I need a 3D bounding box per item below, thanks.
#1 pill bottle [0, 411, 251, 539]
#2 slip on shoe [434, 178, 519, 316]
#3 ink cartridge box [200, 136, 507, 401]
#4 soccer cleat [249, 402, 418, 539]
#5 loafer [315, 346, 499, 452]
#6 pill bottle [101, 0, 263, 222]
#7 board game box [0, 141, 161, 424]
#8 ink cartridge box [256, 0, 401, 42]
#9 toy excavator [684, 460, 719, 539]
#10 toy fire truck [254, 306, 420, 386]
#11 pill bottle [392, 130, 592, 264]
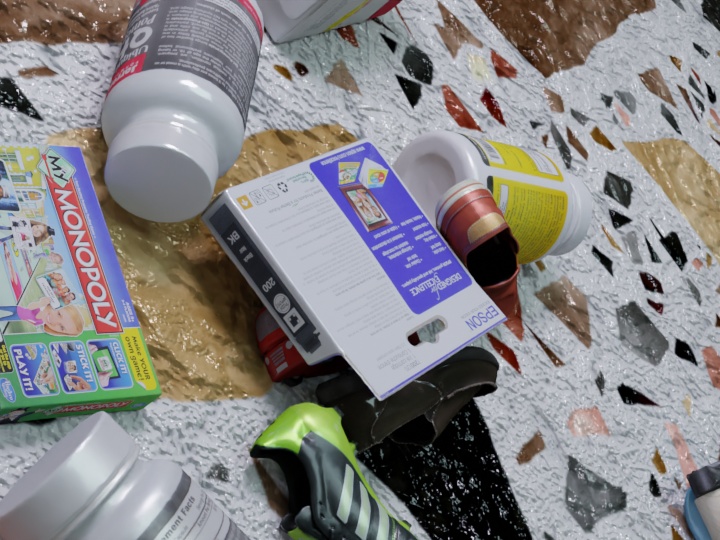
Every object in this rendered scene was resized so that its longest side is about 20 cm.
[{"bbox_3d":[-0.123,0.189,0.871,0.200,0.114,0.114,47,37,-10],"label":"pill bottle"},{"bbox_3d":[0.110,-0.002,1.256,0.061,0.074,0.200,53,-10,31],"label":"slip on shoe"},{"bbox_3d":[0.000,0.000,1.133,0.200,0.043,0.198,53,38,10],"label":"ink cartridge box"},{"bbox_3d":[-0.009,0.193,1.049,0.081,0.067,0.200,-32,86,-36],"label":"soccer cleat"},{"bbox_3d":[0.044,0.110,1.167,0.199,0.073,0.072,-7,77,-45],"label":"loafer"},{"bbox_3d":[-0.140,-0.136,1.109,0.111,0.111,0.201,33,41,-27],"label":"pill bottle"},{"bbox_3d":[-0.224,0.004,0.976,0.134,0.029,0.201,-2,64,-48],"label":"board game box"},{"bbox_3d":[-0.021,-0.329,1.365,0.146,0.144,0.200,57,37,3],"label":"ink cartridge box"},{"bbox_3d":[0.415,0.231,1.460,0.194,0.200,0.100,-22,75,-8],"label":"toy excavator"},{"bbox_3d":[-0.018,0.015,1.179,0.199,0.049,0.142,-5,65,-48],"label":"toy fire truck"},{"bbox_3d":[0.129,-0.064,1.352,0.199,0.112,0.113,7,57,-45],"label":"pill bottle"}]
